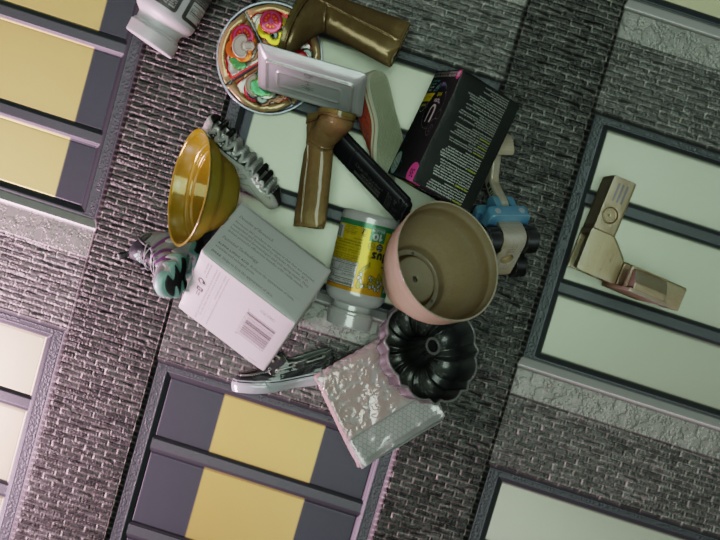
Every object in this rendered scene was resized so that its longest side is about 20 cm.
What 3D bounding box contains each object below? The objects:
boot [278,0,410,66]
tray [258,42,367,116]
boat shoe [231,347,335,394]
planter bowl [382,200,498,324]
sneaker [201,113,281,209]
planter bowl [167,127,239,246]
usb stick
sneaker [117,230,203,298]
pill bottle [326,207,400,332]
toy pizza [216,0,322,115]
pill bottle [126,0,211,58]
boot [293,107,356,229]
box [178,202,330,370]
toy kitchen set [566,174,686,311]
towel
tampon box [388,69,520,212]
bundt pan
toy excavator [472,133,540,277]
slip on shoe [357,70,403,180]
[{"bbox_3d":[-0.029,-0.412,1.537,0.197,0.066,0.178,26,68,-1],"label":"boot"},{"bbox_3d":[-0.088,-0.323,1.517,0.195,0.108,0.023,17,56,4],"label":"tray"},{"bbox_3d":[-0.141,0.178,1.601,0.195,0.072,0.073,-8,97,-10],"label":"boat shoe"},{"bbox_3d":[0.117,0.002,1.483,0.196,0.134,0.205,9,70,-25],"label":"planter bowl"},{"bbox_3d":[-0.222,-0.184,1.585,0.081,0.075,0.201,-40,94,21],"label":"sneaker"},{"bbox_3d":[-0.262,-0.135,1.513,0.082,0.199,0.206,11,94,-30],"label":"planter bowl"},{"bbox_3d":[0.019,-0.169,1.554,0.032,0.056,0.200,-24,62,-37],"label":"usb stick"},{"bbox_3d":[-0.365,-0.015,1.533,0.136,0.201,0.080,7,112,5],"label":"sneaker"},{"bbox_3d":[0.000,0.000,1.567,0.110,0.113,0.205,13,93,-1],"label":"pill bottle"},{"bbox_3d":[-0.166,-0.386,1.586,0.195,0.032,0.206,0,93,0],"label":"toy pizza"},{"bbox_3d":[-0.322,-0.487,1.539,0.114,0.116,0.203,32,93,-2],"label":"pill bottle"},{"bbox_3d":[-0.063,-0.175,1.535,0.065,0.175,0.206,7,91,-18],"label":"boot"},{"bbox_3d":[-0.185,0.032,1.512,0.198,0.200,0.132,36,52,-1],"label":"box"},{"bbox_3d":[0.501,-0.044,1.537,0.196,0.163,0.184,22,93,-1],"label":"toy kitchen set"},{"bbox_3d":[0.039,0.229,1.593,0.197,0.032,0.194,-27,93,-16],"label":"towel"},{"bbox_3d":[0.159,-0.226,1.522,0.124,0.150,0.203,25,93,-18],"label":"tampon box"},{"bbox_3d":[0.110,0.142,1.560,0.198,0.075,0.207,9,71,-28],"label":"bundt pan"},{"bbox_3d":[0.242,-0.114,1.563,0.097,0.197,0.203,-3,51,-18],"label":"toy excavator"},{"bbox_3d":[0.030,-0.257,1.582,0.073,0.061,0.205,-21,107,-34],"label":"slip on shoe"}]
